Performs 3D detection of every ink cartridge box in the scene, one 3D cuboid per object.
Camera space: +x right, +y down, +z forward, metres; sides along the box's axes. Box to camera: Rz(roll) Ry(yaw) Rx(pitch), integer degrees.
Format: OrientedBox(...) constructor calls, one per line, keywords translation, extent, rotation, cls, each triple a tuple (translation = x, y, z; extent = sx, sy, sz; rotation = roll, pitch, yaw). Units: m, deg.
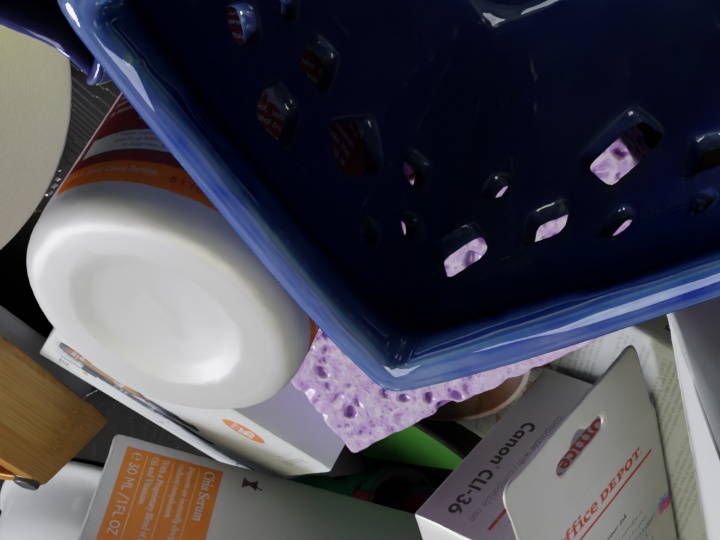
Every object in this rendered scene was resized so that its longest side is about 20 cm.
OrientedBox(translation=(0.134, 0.063, 0.828), extent=(0.200, 0.057, 0.163), rotation=(35, 146, 21), cls="ink cartridge box")
OrientedBox(translation=(0.097, 0.134, 0.797), extent=(0.067, 0.116, 0.200), rotation=(18, 138, 37), cls="ink cartridge box")

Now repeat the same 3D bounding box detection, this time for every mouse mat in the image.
OrientedBox(translation=(-0.041, 0.054, 0.873), extent=(0.200, 0.008, 0.161), rotation=(37, 163, -18), cls="mouse mat")

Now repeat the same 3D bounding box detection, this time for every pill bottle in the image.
OrientedBox(translation=(-0.043, -0.052, 0.648), extent=(0.113, 0.200, 0.113), rotation=(15, 141, 12), cls="pill bottle")

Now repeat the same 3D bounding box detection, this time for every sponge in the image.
OrientedBox(translation=(0.045, 0.000, 0.708), extent=(0.200, 0.030, 0.112), rotation=(-28, 115, 26), cls="sponge")

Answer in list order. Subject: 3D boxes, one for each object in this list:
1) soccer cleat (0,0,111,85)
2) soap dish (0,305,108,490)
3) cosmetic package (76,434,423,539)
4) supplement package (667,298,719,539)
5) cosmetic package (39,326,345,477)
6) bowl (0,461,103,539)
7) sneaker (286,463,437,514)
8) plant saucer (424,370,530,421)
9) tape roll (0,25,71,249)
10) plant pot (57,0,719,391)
OrientedBox(translation=(-0.163, -0.157, 0.680), extent=(0.200, 0.084, 0.065), rotation=(38, 143, -2), cls="soccer cleat")
OrientedBox(translation=(-0.279, 0.067, 0.979), extent=(0.199, 0.081, 0.157), rotation=(3, 154, 29), cls="soap dish")
OrientedBox(translation=(-0.052, 0.168, 0.852), extent=(0.199, 0.102, 0.071), rotation=(15, 125, -4), cls="cosmetic package")
OrientedBox(translation=(0.249, 0.102, 0.657), extent=(0.199, 0.147, 0.192), rotation=(-14, 132, 6), cls="supplement package")
OrientedBox(translation=(-0.091, 0.054, 0.863), extent=(0.150, 0.052, 0.200), rotation=(30, 165, -9), cls="cosmetic package")
OrientedBox(translation=(-0.187, 0.232, 1.147), extent=(0.200, 0.091, 0.201), rotation=(16, 141, 13), cls="bowl")
OrientedBox(translation=(0.007, 0.174, 0.985), extent=(0.120, 0.084, 0.200), rotation=(-8, 154, 15), cls="sneaker")
OrientedBox(translation=(0.000, 0.000, 0.805), extent=(0.200, 0.035, 0.201), rotation=(23, 147, 16), cls="plant saucer")
OrientedBox(translation=(-0.232, -0.083, 0.732), extent=(0.202, 0.203, 0.037), rotation=(34, 177, -11), cls="tape roll")
OrientedBox(translation=(0.050, -0.106, 0.539), extent=(0.200, 0.180, 0.200), rotation=(-20, 125, 31), cls="plant pot")
